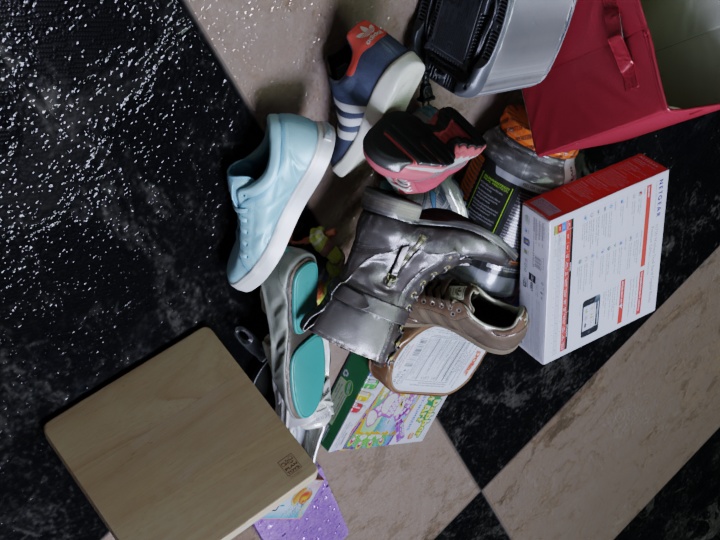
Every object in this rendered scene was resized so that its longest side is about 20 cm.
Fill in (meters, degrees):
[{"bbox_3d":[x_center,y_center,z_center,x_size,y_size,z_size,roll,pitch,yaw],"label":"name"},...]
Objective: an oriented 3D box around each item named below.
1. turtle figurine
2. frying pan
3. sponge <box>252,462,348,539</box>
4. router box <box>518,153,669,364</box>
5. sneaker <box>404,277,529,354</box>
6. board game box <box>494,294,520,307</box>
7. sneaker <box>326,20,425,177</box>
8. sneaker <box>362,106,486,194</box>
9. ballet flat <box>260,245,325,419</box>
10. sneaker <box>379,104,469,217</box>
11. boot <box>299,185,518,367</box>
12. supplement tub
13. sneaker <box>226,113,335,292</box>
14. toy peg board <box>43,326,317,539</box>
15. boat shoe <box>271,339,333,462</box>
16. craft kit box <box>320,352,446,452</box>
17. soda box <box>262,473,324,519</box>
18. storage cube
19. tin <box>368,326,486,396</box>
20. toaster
[{"bbox_3d":[0.000,0.000,1.331,0.160,0.065,0.201,-22,138,-3],"label":"turtle figurine"},{"bbox_3d":[-0.106,0.115,1.389,0.189,0.031,0.116,14,110,-50],"label":"frying pan"},{"bbox_3d":[-0.080,0.332,1.628,0.111,0.030,0.201,-38,145,-16],"label":"sponge"},{"bbox_3d":[0.267,-0.012,1.427,0.178,0.049,0.201,-22,128,-25],"label":"router box"},{"bbox_3d":[0.099,0.031,1.416,0.076,0.198,0.071,111,-4,-56],"label":"sneaker"},{"bbox_3d":[0.225,0.020,1.571,0.135,0.045,0.200,-50,180,0],"label":"board game box"},{"bbox_3d":[-0.002,-0.170,1.210,0.075,0.085,0.200,-40,170,-31],"label":"sneaker"},{"bbox_3d":[0.054,-0.102,1.211,0.087,0.074,0.200,-50,164,27],"label":"sneaker"},{"bbox_3d":[-0.075,0.062,1.302,0.067,0.063,0.202,-33,133,-44],"label":"ballet flat"},{"bbox_3d":[0.062,-0.085,1.364,0.086,0.078,0.201,-29,132,-17],"label":"sneaker"},{"bbox_3d":[0.051,0.018,1.280,0.198,0.069,0.176,17,98,-17],"label":"boot"},{"bbox_3d":[0.174,-0.082,1.438,0.122,0.122,0.201,-6,128,-45],"label":"supplement tub"},{"bbox_3d":[-0.101,-0.071,1.201,0.081,0.074,0.201,18,117,-22],"label":"sneaker"},{"bbox_3d":[-0.181,0.199,1.254,0.199,0.199,0.098,-32,158,-24],"label":"toy peg board"},{"bbox_3d":[-0.058,0.151,1.391,0.070,0.069,0.202,-17,130,-35],"label":"boat shoe"},{"bbox_3d":[0.052,0.135,1.580,0.197,0.048,0.201,0,123,-52],"label":"craft kit box"},{"bbox_3d":[-0.135,0.248,1.450,0.199,0.068,0.064,16,111,-53],"label":"soda box"},{"bbox_3d":[0.285,-0.232,1.314,0.199,0.179,0.173,-14,89,-42],"label":"storage cube"},{"bbox_3d":[0.088,0.102,1.522,0.199,0.042,0.112,10,118,-53],"label":"tin"},{"bbox_3d":[0.136,-0.255,1.233,0.128,0.113,0.201,-12,128,-41],"label":"toaster"}]
